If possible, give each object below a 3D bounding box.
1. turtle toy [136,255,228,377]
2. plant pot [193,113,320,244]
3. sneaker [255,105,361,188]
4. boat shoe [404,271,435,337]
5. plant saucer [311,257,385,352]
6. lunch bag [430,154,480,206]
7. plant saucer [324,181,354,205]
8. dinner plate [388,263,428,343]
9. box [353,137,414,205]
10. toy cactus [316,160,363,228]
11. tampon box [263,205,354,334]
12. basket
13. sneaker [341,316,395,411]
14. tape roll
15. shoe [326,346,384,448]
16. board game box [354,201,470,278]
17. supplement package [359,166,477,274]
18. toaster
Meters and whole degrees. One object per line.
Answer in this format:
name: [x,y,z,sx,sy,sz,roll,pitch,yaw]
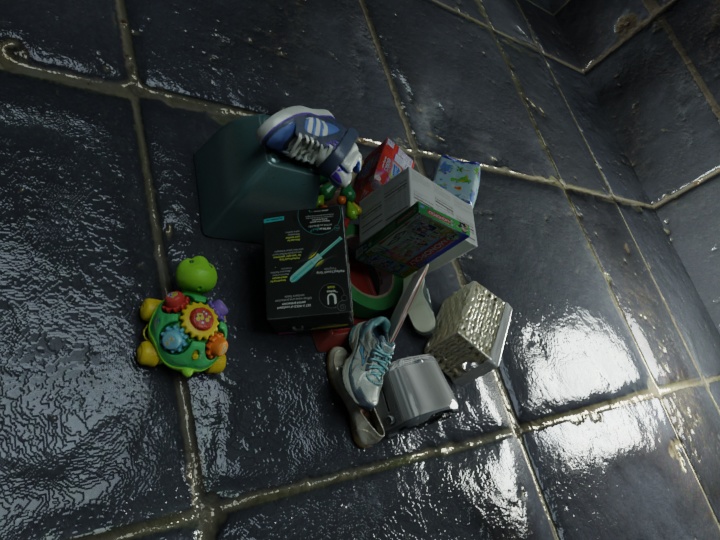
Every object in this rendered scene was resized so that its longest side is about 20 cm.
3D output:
turtle toy: [-0.274,0.074,0.937,0.145,0.101,0.201,14,55,-35]
plant pot: [-0.184,-0.187,1.115,0.195,0.200,0.197,7,59,-38]
sneaker: [-0.074,-0.208,1.017,0.147,0.081,0.200,55,37,8]
boat shoe: [0.126,0.063,1.342,0.062,0.072,0.201,68,5,-60]
plant saucer: [-0.033,0.058,1.208,0.199,0.037,0.200,-4,66,-43]
lunch bag: [0.206,-0.146,1.387,0.127,0.201,0.170,15,48,11]
plant saucer: [-0.089,-0.248,1.361,0.200,0.034,0.201,23,50,-29]
dinner plate: [0.091,0.073,1.197,0.024,0.201,0.200,26,44,7]
box: [0.056,-0.221,1.411,0.100,0.095,0.200,38,39,-18]
toy cactus: [-0.052,-0.173,1.231,0.200,0.165,0.102,36,-9,45]
tampon box: [-0.094,0.003,1.062,0.149,0.126,0.201,-5,72,-1]
basket: [0.247,0.139,1.328,0.123,0.135,0.200,40,44,-11]
sneaker: [0.020,0.164,1.078,0.078,0.086,0.201,37,35,-30]
tape roll: [0.000,0.000,1.213,0.200,0.048,0.201,22,51,-30]
shoe: [-0.006,0.234,1.102,0.070,0.053,0.201,-6,68,-43]
board game box: [0.101,-0.055,1.154,0.134,0.200,0.029,21,53,-30]
supplement package: [0.119,-0.098,1.218,0.199,0.156,0.111,24,51,-34]
toaster: [0.107,0.246,1.151,0.199,0.114,0.130,-1,62,-46]
